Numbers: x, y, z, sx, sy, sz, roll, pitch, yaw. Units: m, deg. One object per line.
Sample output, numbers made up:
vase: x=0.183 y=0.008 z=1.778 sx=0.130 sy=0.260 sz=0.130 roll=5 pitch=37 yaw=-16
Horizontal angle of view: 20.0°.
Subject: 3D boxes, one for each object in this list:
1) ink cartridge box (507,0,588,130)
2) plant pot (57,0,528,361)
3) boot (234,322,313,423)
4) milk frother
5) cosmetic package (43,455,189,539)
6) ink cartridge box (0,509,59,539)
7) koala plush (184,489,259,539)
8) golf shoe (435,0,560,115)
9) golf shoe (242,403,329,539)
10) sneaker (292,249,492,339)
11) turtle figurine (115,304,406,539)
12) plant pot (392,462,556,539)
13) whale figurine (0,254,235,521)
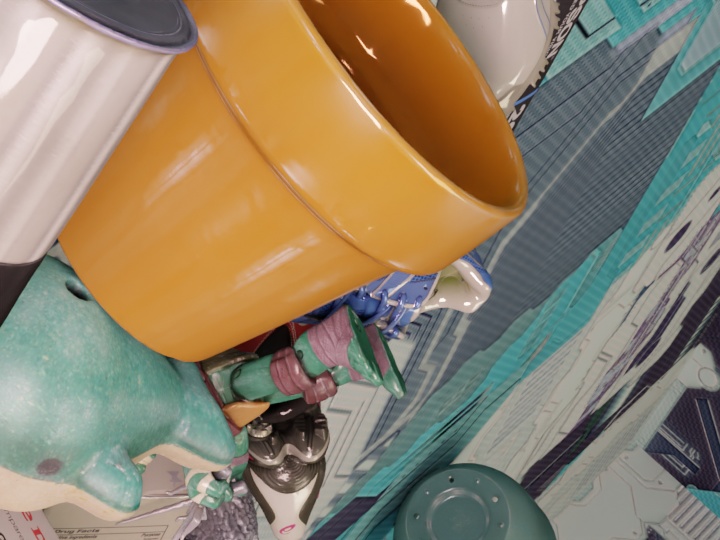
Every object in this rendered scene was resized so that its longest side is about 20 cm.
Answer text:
ink cartridge box: x=0.104 y=-0.150 z=1.456 sx=0.200 sy=0.043 sz=0.199 roll=-32 pitch=158 yaw=-50
plant pot: x=-0.048 y=-0.056 z=1.008 sx=0.183 sy=0.201 sz=0.200 roll=-37 pitch=170 yaw=21
boot: x=-0.013 y=0.002 z=1.307 sx=0.200 sy=0.072 sz=0.144 roll=-51 pitch=-154 yaw=10
milk frother: x=-0.146 y=-0.020 z=0.767 sx=0.189 sy=0.200 sz=0.180 roll=-54 pitch=160 yaw=19
cosmetic package: x=-0.190 y=0.180 z=1.309 sx=0.104 sy=0.071 sz=0.201 roll=4 pitch=133 yaw=-32
ink cartridge box: x=-0.246 y=0.169 z=0.985 sx=0.144 sy=0.148 sz=0.200 roll=-34 pitch=170 yaw=17
koala plush: x=-0.128 y=0.273 z=1.477 sx=0.183 sy=0.201 sz=0.177 roll=-27 pitch=171 yaw=-13
golf shoe: x=0.071 y=-0.186 z=1.152 sx=0.097 sy=0.078 sz=0.202 roll=27 pitch=73 yaw=-58
golf shoe: x=-0.060 y=0.099 z=1.394 sx=0.201 sy=0.076 sz=0.089 roll=-95 pitch=-176 yaw=-61
sneaker: x=0.000 y=0.000 z=1.210 sx=0.199 sy=0.077 sz=0.076 roll=-14 pitch=145 yaw=-40
turtle figurine: x=-0.077 y=0.088 z=1.164 sx=0.199 sy=0.101 sz=0.150 roll=-27 pitch=-179 yaw=9
plant pot: x=0.127 y=0.318 z=2.413 sx=0.201 sy=0.200 sz=0.161 roll=-46 pitch=153 yaw=-11
whale figurine: x=-0.139 y=0.051 z=1.028 sx=0.199 sy=0.160 sz=0.104 roll=12 pitch=125 yaw=-44
